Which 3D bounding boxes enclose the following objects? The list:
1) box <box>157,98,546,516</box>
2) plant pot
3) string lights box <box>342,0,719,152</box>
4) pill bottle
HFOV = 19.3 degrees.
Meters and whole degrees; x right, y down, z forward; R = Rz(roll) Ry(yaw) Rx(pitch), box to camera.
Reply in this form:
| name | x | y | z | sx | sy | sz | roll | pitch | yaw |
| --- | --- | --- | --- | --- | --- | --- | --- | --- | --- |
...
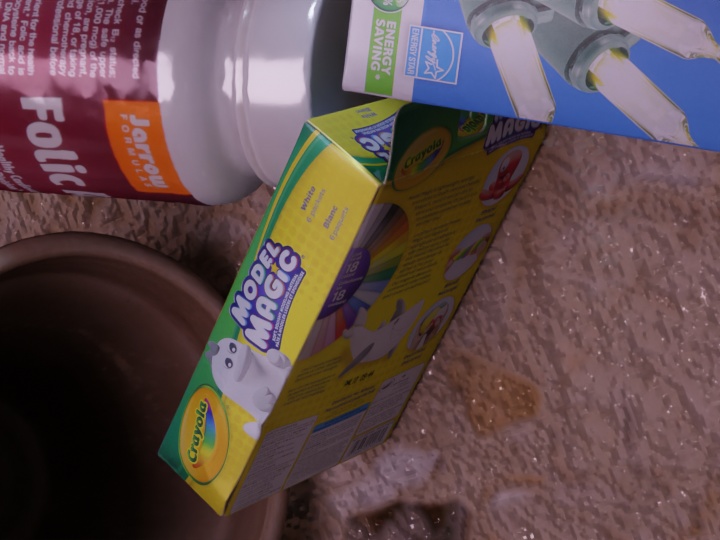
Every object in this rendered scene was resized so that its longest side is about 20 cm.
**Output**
| name | x | y | z | sx | sy | sz | roll | pitch | yaw |
| --- | --- | --- | --- | --- | --- | --- | --- | --- | --- |
| box | 0.000 | 0.000 | 0.858 | 0.048 | 0.117 | 0.200 | 42 | 124 | 22 |
| plant pot | -0.159 | 0.092 | 0.983 | 0.175 | 0.200 | 0.200 | -13 | 94 | 57 |
| string lights box | 0.101 | -0.101 | 0.736 | 0.200 | 0.059 | 0.103 | 10 | 110 | 10 |
| pill bottle | -0.095 | -0.086 | 0.891 | 0.200 | 0.114 | 0.114 | 4 | 105 | 22 |
